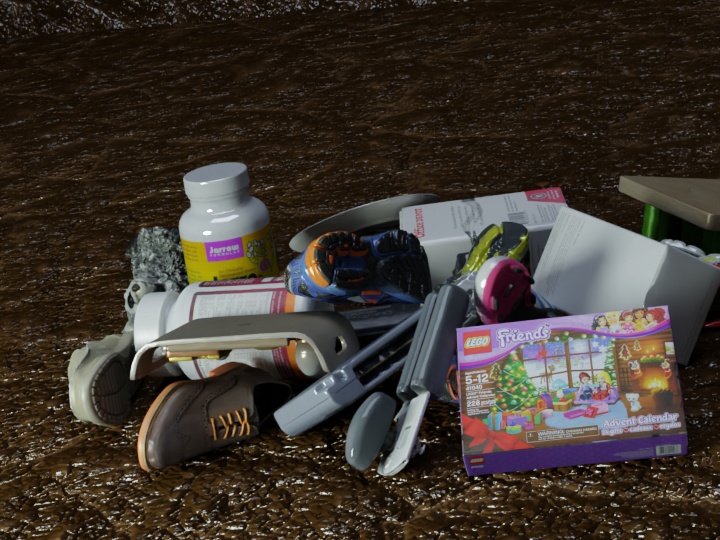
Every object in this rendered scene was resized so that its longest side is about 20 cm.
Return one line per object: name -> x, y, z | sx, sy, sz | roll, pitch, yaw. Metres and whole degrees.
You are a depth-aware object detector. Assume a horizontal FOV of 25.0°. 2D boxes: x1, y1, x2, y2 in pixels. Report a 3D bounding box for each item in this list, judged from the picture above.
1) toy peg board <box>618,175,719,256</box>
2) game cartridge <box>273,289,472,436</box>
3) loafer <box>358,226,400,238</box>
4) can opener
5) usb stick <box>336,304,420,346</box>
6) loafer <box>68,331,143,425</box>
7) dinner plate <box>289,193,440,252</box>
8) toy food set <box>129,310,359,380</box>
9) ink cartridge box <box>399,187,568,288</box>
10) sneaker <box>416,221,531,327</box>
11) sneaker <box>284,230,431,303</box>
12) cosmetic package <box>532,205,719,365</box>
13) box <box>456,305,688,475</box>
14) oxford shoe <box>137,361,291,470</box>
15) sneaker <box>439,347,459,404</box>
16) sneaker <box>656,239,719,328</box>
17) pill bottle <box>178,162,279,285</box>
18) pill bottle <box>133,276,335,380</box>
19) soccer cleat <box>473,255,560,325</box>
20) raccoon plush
toy peg board -> 0.417, -0.036, 1.827 | 0.197, 0.099, 0.200 | 1, 15, -21
game cartridge -> 0.011, 0.092, 1.595 | 0.199, 0.041, 0.133 | -34, 2, -33
loafer -> 0.019, -0.004, 1.927 | 0.067, 0.077, 0.200 | -8, 9, 5
can opener -> 0.049, 0.098, 1.503 | 0.053, 0.066, 0.201 | -28, 32, 55
usb stick -> 0.008, 0.061, 1.800 | 0.197, 0.033, 0.056 | -7, 26, 6
loafer -> -0.278, 0.118, 1.719 | 0.067, 0.077, 0.200 | -8, 9, 7
dinner plate -> 0.008, -0.051, 2.035 | 0.198, 0.025, 0.200 | -17, -12, -4
toy food set -> -0.110, 0.082, 1.579 | 0.197, 0.061, 0.143 | -4, 6, 13
ink cartridge box -> 0.149, -0.028, 1.905 | 0.197, 0.085, 0.145 | -8, 19, 3
sneaker -> 0.132, 0.038, 1.752 | 0.074, 0.085, 0.200 | 14, 51, 41
sneaker -> 0.000, 0.000, 1.660 | 0.078, 0.076, 0.199 | -19, -19, 40
cosmetic package -> 0.267, 0.013, 1.662 | 0.084, 0.109, 0.200 | 20, 6, -29
box -> 0.187, 0.107, 1.462 | 0.197, 0.039, 0.138 | -7, 52, 8
oxford shoe -> -0.142, 0.140, 1.584 | 0.072, 0.072, 0.200 | 7, 24, 30
sneaker -> 0.130, 0.106, 1.549 | 0.198, 0.076, 0.078 | 1, 25, 34
sneaker -> 0.342, 0.020, 1.694 | 0.198, 0.078, 0.085 | 4, 29, 38
pill bottle -> -0.146, -0.014, 1.826 | 0.103, 0.202, 0.104 | -9, 18, 3
pill bottle -> -0.133, 0.065, 1.735 | 0.197, 0.111, 0.110 | -3, 19, 17
soccer cleat -> 0.139, 0.032, 1.629 | 0.086, 0.070, 0.200 | 28, -7, 31
raccoon plush -> -0.209, 0.029, 1.974 | 0.096, 0.136, 0.199 | -12, -21, 42
